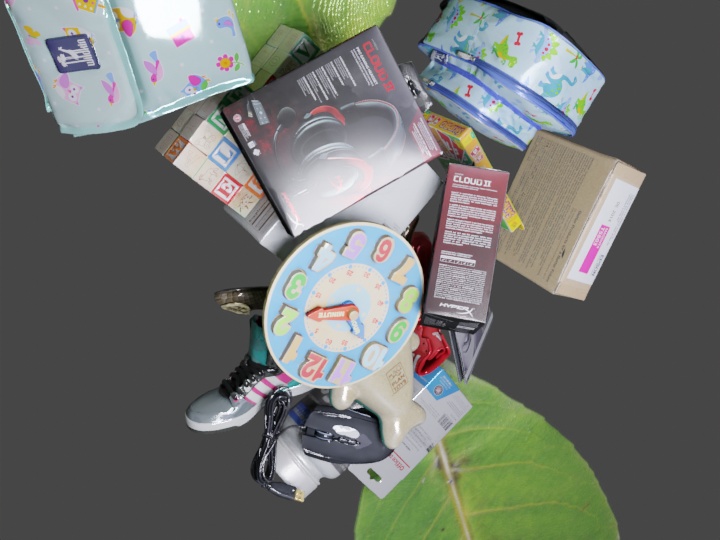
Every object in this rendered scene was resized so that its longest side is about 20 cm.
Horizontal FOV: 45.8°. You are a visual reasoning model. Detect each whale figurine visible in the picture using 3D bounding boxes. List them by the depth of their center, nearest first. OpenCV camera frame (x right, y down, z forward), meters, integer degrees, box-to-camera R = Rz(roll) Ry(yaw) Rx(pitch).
[{"bbox_3d":[0.010,0.126,1.085,0.159,0.104,0.200,-38,111,-35],"label":"whale figurine"}]

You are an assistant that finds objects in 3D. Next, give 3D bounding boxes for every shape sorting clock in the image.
[{"bbox_3d":[-0.014,0.042,0.946,0.200,0.039,0.201,-12,120,-23],"label":"shape sorting clock"}]

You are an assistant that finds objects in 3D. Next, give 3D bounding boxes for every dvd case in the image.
[{"bbox_3d":[0.156,0.042,1.235,0.149,0.016,0.200,-58,144,-45],"label":"dvd case"}]

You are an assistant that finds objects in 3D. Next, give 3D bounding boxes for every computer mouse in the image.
[{"bbox_3d":[-0.041,0.238,1.095,0.200,0.046,0.141,18,92,-25],"label":"computer mouse"}]

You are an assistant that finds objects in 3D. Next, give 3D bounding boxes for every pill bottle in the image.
[{"bbox_3d":[-0.037,0.214,1.180,0.200,0.114,0.114,-41,130,-11],"label":"pill bottle"}]

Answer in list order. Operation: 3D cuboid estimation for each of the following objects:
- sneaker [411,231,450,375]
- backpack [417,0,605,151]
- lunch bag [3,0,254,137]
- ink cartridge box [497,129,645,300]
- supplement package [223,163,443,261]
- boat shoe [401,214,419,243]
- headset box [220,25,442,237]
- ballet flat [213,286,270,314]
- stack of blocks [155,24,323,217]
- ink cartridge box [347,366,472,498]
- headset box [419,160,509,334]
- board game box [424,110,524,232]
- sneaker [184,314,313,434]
[{"bbox_3d":[0.094,0.054,1.184,0.078,0.115,0.201,-13,121,-29],"label":"sneaker"},{"bbox_3d":[0.182,-0.234,1.039,0.183,0.200,0.147,23,99,-41],"label":"backpack"},{"bbox_3d":[-0.224,-0.234,0.814,0.200,0.122,0.171,-23,128,-13],"label":"lunch bag"},{"bbox_3d":[0.285,-0.081,1.213,0.075,0.165,0.200,14,106,-38],"label":"ink cartridge box"},{"bbox_3d":[-0.031,-0.090,1.026,0.200,0.111,0.156,-50,131,-1],"label":"supplement package"},{"bbox_3d":[0.036,0.010,1.134,0.075,0.075,0.203,-42,144,-60],"label":"boat shoe"},{"bbox_3d":[-0.023,-0.148,0.888,0.200,0.075,0.149,-30,101,-7],"label":"headset box"},{"bbox_3d":[-0.095,0.046,1.083,0.200,0.067,0.047,5,84,-41],"label":"ballet flat"},{"bbox_3d":[-0.119,-0.175,0.955,0.200,0.059,0.115,-52,131,-1],"label":"stack of blocks"},{"bbox_3d":[0.061,0.233,1.287,0.200,0.068,0.116,-45,130,-7],"label":"ink cartridge box"},{"bbox_3d":[0.126,-0.031,1.036,0.075,0.149,0.201,10,82,4],"label":"headset box"},{"bbox_3d":[0.150,-0.126,1.141,0.030,0.095,0.200,-47,131,-7],"label":"board game box"},{"bbox_3d":[-0.136,0.121,1.081,0.200,0.084,0.121,-24,127,-27],"label":"sneaker"}]
